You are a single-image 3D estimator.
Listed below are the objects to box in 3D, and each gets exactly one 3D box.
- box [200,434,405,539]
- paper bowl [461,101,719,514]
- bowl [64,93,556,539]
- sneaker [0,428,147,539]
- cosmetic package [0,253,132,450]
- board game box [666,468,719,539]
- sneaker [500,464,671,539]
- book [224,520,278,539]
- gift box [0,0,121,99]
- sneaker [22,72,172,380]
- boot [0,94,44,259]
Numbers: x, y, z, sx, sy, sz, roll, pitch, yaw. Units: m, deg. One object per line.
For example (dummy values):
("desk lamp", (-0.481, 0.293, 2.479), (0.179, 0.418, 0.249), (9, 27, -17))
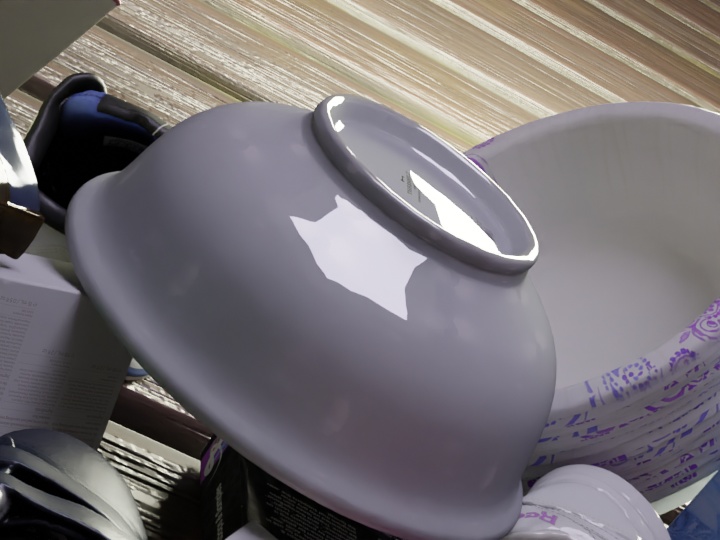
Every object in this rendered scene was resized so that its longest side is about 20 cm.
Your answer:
("box", (0.006, 0.133, 1.098), (0.143, 0.036, 0.200), (31, 15, -13))
("paper bowl", (0.097, 0.029, 1.213), (0.104, 0.200, 0.201), (65, -4, -36))
("bowl", (0.000, 0.000, 1.041), (0.201, 0.090, 0.201), (32, 20, -13))
("sneaker", (-0.084, 0.089, 0.749), (0.078, 0.079, 0.200), (31, 28, -9))
("cosmetic package", (-0.163, 0.028, 0.964), (0.051, 0.083, 0.200), (25, 7, 37))
("board game box", (0.204, 0.154, 1.109), (0.200, 0.199, 0.043), (45, 21, 18))
("sneaker", (0.107, 0.170, 1.077), (0.200, 0.075, 0.100), (56, 21, 7))
("book", (0.008, 0.173, 0.921), (0.200, 0.048, 0.134), (40, 29, 9))
("gift box", (-0.209, -0.114, 1.120), (0.200, 0.187, 0.185), (50, 8, -20))
("sneaker", (-0.101, -0.018, 1.170), (0.081, 0.115, 0.199), (39, 16, 10))
("boot", (-0.188, -0.072, 0.987), (0.200, 0.075, 0.097), (49, 11, 31))
